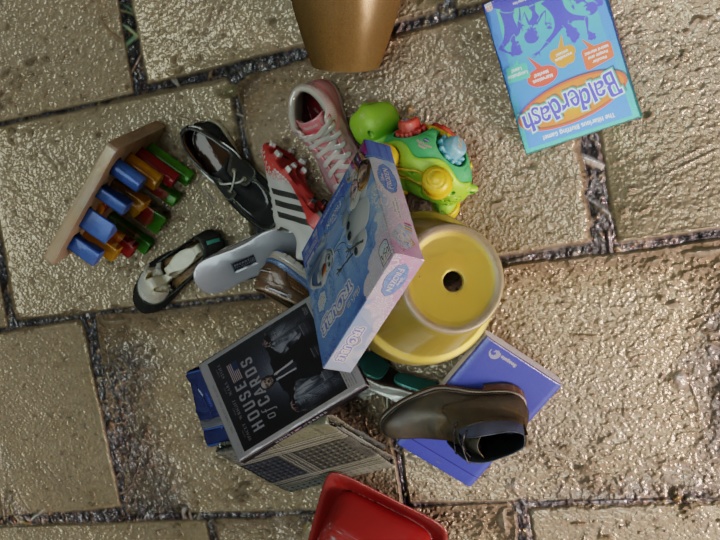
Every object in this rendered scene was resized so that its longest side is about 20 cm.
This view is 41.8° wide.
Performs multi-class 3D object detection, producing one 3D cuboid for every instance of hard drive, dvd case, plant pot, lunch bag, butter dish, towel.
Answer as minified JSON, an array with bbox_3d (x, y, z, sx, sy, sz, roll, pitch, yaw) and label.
[{"bbox_3d":[0.159,0.190,1.279,0.131,0.025,0.201,32,110,-16],"label":"hard drive"},{"bbox_3d":[-0.104,0.140,1.250,0.199,0.025,0.151,-31,66,6],"label":"dvd case"},{"bbox_3d":[0.090,0.019,1.181,0.198,0.189,0.204,1,85,-11],"label":"plant pot"},{"bbox_3d":[-0.136,0.177,1.360,0.198,0.136,0.134,-16,92,21],"label":"lunch bag"},{"bbox_3d":[-0.001,0.422,1.325,0.198,0.148,0.202,23,117,14],"label":"butter dish"},{"bbox_3d":[-0.074,0.256,1.334,0.198,0.192,0.035,-19,53,25],"label":"towel"},{"bbox_3d":[-0.020,-0.367,1.228,0.184,0.186,0.202,10,113,19],"label":"plant pot"}]

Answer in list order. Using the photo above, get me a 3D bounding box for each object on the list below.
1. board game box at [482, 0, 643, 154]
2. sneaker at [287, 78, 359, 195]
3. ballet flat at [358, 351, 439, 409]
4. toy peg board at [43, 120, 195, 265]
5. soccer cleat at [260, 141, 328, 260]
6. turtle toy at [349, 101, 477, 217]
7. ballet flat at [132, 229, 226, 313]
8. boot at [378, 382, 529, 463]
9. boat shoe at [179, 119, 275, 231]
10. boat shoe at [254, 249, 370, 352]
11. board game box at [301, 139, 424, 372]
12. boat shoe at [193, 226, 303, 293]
[{"bbox_3d":[0.255,-0.266,1.195,0.151,0.045,0.202,-17,92,22],"label":"board game box"},{"bbox_3d":[-0.042,-0.167,1.293,0.075,0.105,0.202,-22,91,20],"label":"sneaker"},{"bbox_3d":[0.035,0.165,1.335,0.198,0.069,0.070,23,105,13],"label":"ballet flat"},{"bbox_3d":[-0.338,-0.096,1.377,0.097,0.199,0.201,33,109,-3],"label":"toy peg board"},{"bbox_3d":[-0.099,-0.100,1.316,0.085,0.068,0.201,-50,54,24],"label":"soccer cleat"},{"bbox_3d":[0.068,-0.153,1.244,0.199,0.146,0.102,27,85,15],"label":"turtle toy"},{"bbox_3d":[-0.291,0.001,1.431,0.199,0.068,0.068,-38,83,22],"label":"ballet flat"},{"bbox_3d":[0.122,0.200,1.214,0.198,0.097,0.075,-12,115,3],"label":"boot"},{"bbox_3d":[-0.188,-0.134,1.374,0.072,0.068,0.201,-41,84,19],"label":"boat shoe"},{"bbox_3d":[-0.063,0.060,1.322,0.199,0.072,0.073,38,74,-4],"label":"boat shoe"},{"bbox_3d":[-0.005,-0.018,1.140,0.201,0.043,0.200,-59,32,37],"label":"board game box"},{"bbox_3d":[-0.145,-0.020,1.373,0.198,0.066,0.073,-23,104,2],"label":"boat shoe"}]
